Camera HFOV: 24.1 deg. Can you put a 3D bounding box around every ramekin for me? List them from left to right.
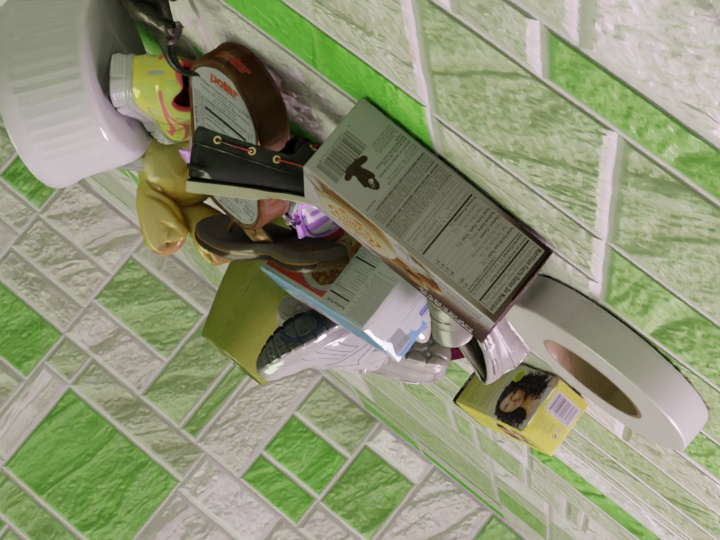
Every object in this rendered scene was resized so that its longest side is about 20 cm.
[{"bbox_3d":[-0.289,-0.193,1.738,0.097,0.202,0.201,-11,151,16],"label":"ramekin"}]

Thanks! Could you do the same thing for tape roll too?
[{"bbox_3d":[0.213,0.082,1.477,0.203,0.037,0.203,40,172,7],"label":"tape roll"}]

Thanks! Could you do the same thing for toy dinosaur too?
[{"bbox_3d":[-0.192,-0.252,1.456,0.200,0.077,0.102,40,-175,-37],"label":"toy dinosaur"}]

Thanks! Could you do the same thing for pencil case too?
[{"bbox_3d":[-0.090,-0.100,1.696,0.200,0.085,0.084,33,162,41],"label":"pencil case"}]

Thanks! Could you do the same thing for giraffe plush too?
[{"bbox_3d":[-0.197,-0.115,1.940,0.199,0.173,0.162,27,-165,-5],"label":"giraffe plush"}]

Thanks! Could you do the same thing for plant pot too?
[{"bbox_3d":[-0.087,0.025,1.953,0.187,0.200,0.187,39,172,7],"label":"plant pot"}]

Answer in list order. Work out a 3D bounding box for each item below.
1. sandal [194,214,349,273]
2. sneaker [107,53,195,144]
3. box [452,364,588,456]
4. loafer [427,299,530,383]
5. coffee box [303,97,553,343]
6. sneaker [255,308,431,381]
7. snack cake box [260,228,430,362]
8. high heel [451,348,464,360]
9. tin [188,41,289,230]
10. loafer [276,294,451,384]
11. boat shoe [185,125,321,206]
[{"bbox_3d":[-0.090,-0.040,1.709,0.199,0.081,0.055,16,116,48],"label":"sandal"},{"bbox_3d":[-0.182,-0.178,1.745,0.090,0.079,0.200,-5,175,17],"label":"sneaker"},{"bbox_3d":[0.174,0.146,1.875,0.050,0.075,0.200,40,171,-17],"label":"box"},{"bbox_3d":[0.096,0.040,1.607,0.070,0.070,0.200,30,167,49],"label":"loafer"},{"bbox_3d":[0.052,-0.039,1.396,0.200,0.080,0.114,40,172,5],"label":"coffee box"},{"bbox_3d":[-0.015,0.077,1.788,0.075,0.199,0.087,-98,-17,-62],"label":"sneaker"},{"bbox_3d":[0.000,0.000,1.717,0.067,0.115,0.200,42,172,-38],"label":"snack cake box"},{"bbox_3d":[0.068,0.037,1.891,0.096,0.068,0.200,10,158,24],"label":"high heel"},{"bbox_3d":[-0.113,-0.121,1.580,0.112,0.042,0.201,36,146,27],"label":"tin"},{"bbox_3d":[0.001,0.081,1.865,0.199,0.070,0.070,20,146,0],"label":"loafer"},{"bbox_3d":[-0.053,-0.087,1.490,0.200,0.064,0.074,8,-177,-14],"label":"boat shoe"}]
